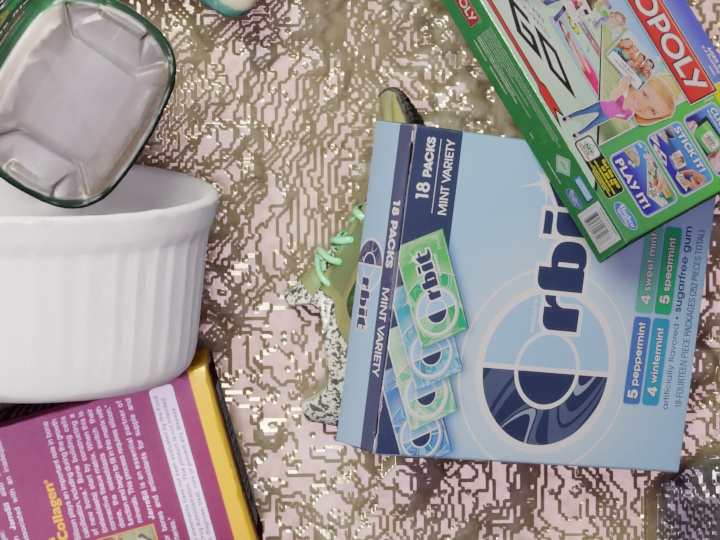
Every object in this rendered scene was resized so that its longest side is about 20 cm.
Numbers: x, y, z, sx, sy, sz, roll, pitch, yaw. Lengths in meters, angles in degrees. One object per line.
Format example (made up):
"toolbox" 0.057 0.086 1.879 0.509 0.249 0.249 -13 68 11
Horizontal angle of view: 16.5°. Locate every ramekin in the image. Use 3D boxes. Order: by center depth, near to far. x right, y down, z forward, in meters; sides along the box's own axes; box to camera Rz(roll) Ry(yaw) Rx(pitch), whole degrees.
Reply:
"ramekin" -0.174 0.003 1.291 0.199 0.201 0.098 2 101 -1

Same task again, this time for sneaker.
"sneaker" 0.000 0.000 1.357 0.088 0.077 0.201 2 90 9

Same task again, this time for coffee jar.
"coffee jar" -0.160 -0.100 1.281 0.085 0.200 0.105 31 92 -18

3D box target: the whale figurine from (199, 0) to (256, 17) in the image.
"whale figurine" -0.138 -0.197 1.319 0.200 0.159 0.104 34 130 -7

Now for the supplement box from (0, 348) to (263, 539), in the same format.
"supplement box" -0.162 0.125 1.349 0.199 0.086 0.111 -16 94 -1

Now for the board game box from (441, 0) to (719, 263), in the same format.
"board game box" 0.124 -0.118 1.320 0.134 0.029 0.201 -28 84 -37

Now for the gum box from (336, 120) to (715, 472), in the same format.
"gum box" 0.091 0.016 1.326 0.199 0.044 0.171 5 94 -31
